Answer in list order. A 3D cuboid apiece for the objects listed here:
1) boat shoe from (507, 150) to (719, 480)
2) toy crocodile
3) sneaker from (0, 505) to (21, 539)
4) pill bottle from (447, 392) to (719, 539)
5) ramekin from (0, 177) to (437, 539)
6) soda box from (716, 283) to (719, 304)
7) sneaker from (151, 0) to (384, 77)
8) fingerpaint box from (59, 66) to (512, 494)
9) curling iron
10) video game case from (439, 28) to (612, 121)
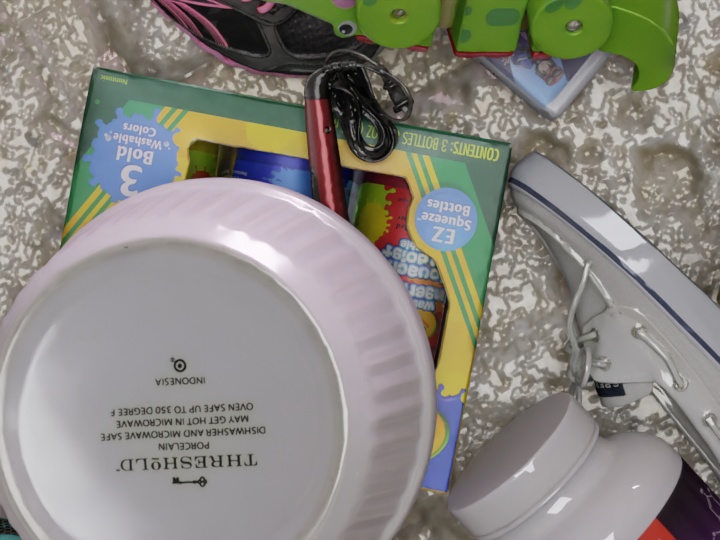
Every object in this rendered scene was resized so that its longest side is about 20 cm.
[{"bbox_3d":[0.127,0.039,1.189,0.086,0.075,0.202,-45,100,1],"label":"boat shoe"},{"bbox_3d":[0.051,-0.123,1.145,0.199,0.068,0.062,4,132,-10],"label":"toy crocodile"},{"bbox_3d":[-0.130,0.159,1.180,0.200,0.091,0.078,11,92,0],"label":"sneaker"},{"bbox_3d":[0.134,0.154,1.156,0.112,0.112,0.200,-43,99,1],"label":"pill bottle"},{"bbox_3d":[-0.071,0.061,1.090,0.202,0.094,0.203,0,92,11],"label":"ramekin"},{"bbox_3d":[0.216,-0.078,1.160,0.068,0.064,0.200,12,74,0],"label":"soda box"},{"bbox_3d":[-0.076,-0.149,1.170,0.200,0.095,0.079,25,89,-6],"label":"sneaker"},{"bbox_3d":[-0.041,0.004,1.185,0.200,0.073,0.167,11,91,0],"label":"fingerpaint box"},{"bbox_3d":[0.000,0.000,1.135,0.049,0.026,0.201,0,91,1],"label":"curling iron"},{"bbox_3d":[0.086,-0.204,1.197,0.182,0.023,0.200,40,85,0],"label":"video game case"}]
